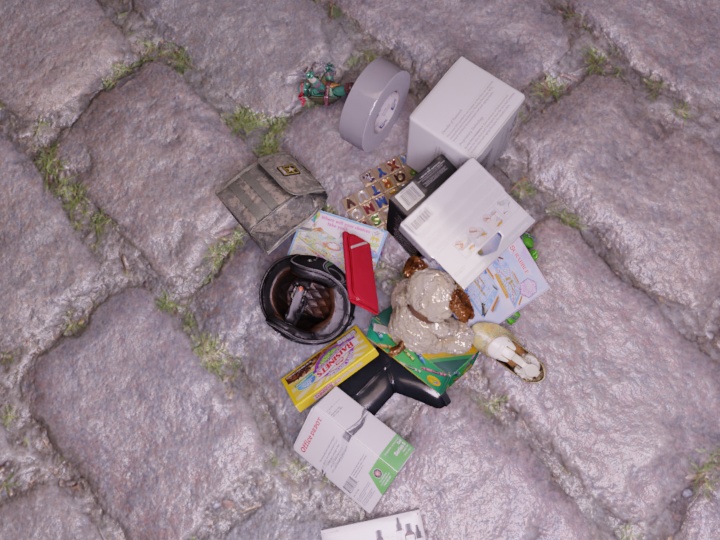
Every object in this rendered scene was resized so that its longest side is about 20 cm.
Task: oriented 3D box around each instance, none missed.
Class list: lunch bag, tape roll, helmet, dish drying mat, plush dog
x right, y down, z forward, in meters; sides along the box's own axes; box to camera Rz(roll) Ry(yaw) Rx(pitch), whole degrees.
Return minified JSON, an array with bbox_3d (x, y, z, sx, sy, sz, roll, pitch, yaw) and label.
[{"bbox_3d":[-0.189,-0.165,1.429,0.200,0.118,0.164,-40,58,-7],"label":"lunch bag"},{"bbox_3d":[0.033,-0.370,1.448,0.066,0.200,0.201,31,77,11],"label":"tape roll"},{"bbox_3d":[-0.109,0.060,1.334,0.198,0.191,0.202,-1,96,-10],"label":"helmet"},{"bbox_3d":[0.000,0.000,1.325,0.018,0.076,0.201,-42,34,29],"label":"dish drying mat"},{"bbox_3d":[0.121,0.070,1.212,0.200,0.173,0.160,38,41,25],"label":"plush dog"}]

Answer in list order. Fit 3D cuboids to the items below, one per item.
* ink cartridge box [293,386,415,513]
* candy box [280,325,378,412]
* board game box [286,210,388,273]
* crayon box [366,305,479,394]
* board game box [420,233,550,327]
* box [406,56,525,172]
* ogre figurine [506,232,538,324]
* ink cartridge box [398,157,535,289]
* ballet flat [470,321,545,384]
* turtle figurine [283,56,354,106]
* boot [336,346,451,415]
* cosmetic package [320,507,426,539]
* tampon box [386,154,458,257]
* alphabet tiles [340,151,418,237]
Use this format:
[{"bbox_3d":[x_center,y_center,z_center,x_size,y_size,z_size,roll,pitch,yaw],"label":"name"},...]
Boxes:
[{"bbox_3d":[-0.016,0.346,1.255,0.199,0.147,0.084,36,37,13],"label":"ink cartridge box"},{"bbox_3d":[-0.065,0.201,1.344,0.199,0.027,0.102,-36,37,-7],"label":"candy box"},{"bbox_3d":[-0.051,-0.051,1.439,0.198,0.034,0.135,18,77,11],"label":"board game box"},{"bbox_3d":[0.126,0.148,1.311,0.199,0.059,0.118,36,38,23],"label":"crayon box"},{"bbox_3d":[0.247,0.007,1.297,0.199,0.041,0.201,-33,99,-3],"label":"board game box"},{"bbox_3d":[0.222,-0.304,1.415,0.171,0.199,0.200,35,75,13],"label":"box"},{"bbox_3d":[0.301,0.003,1.376,0.119,0.098,0.202,18,91,-9],"label":"ogre figurine"},{"bbox_3d":[0.202,-0.088,1.228,0.200,0.044,0.174,-42,82,-8],"label":"ink cartridge box"},{"bbox_3d":[0.299,0.167,1.284,0.199,0.071,0.071,35,75,-26],"label":"ballet flat"},{"bbox_3d":[-0.076,-0.443,1.536,0.198,0.101,0.150,6,33,4],"label":"turtle figurine"},{"bbox_3d":[0.061,0.256,1.318,0.200,0.077,0.168,40,76,21],"label":"boot"},{"bbox_3d":[0.027,0.525,1.254,0.198,0.051,0.083,-13,72,0],"label":"cosmetic package"},{"bbox_3d":[0.150,-0.120,1.359,0.150,0.200,0.126,-40,80,-9],"label":"tampon box"},{"bbox_3d":[0.064,-0.165,1.485,0.199,0.008,0.168,-27,73,-5],"label":"alphabet tiles"}]
